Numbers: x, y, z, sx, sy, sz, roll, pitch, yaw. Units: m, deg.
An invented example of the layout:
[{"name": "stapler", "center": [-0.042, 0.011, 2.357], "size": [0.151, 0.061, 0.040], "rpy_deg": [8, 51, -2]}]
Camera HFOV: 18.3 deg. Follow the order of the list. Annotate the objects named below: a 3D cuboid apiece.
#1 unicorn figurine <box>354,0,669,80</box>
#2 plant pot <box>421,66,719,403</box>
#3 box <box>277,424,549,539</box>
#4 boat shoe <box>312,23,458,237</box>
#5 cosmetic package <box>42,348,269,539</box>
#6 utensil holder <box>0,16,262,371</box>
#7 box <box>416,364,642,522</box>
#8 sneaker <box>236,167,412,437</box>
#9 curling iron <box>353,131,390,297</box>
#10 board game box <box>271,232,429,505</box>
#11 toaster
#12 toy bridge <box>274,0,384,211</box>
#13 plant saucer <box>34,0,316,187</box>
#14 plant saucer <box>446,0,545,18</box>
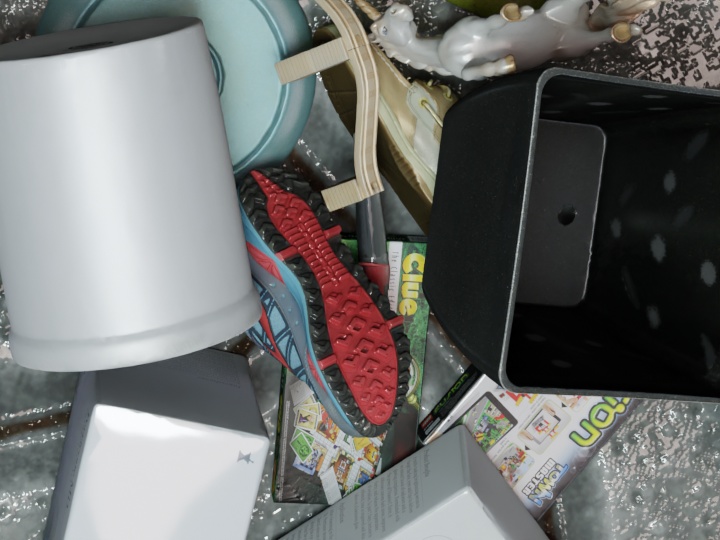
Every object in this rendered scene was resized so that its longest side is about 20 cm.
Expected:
[{"name": "unicorn figurine", "center": [0.094, -0.158, 1.485], "size": [0.199, 0.137, 0.074], "rpy_deg": [4, 89, -19]}, {"name": "plant pot", "center": [0.145, -0.031, 1.476], "size": [0.199, 0.177, 0.201], "rpy_deg": [4, 97, -28]}, {"name": "box", "center": [0.035, 0.237, 1.601], "size": [0.200, 0.106, 0.153], "rpy_deg": [-33, 108, 12]}, {"name": "boat shoe", "center": [0.041, -0.097, 1.565], "size": [0.066, 0.074, 0.200], "rpy_deg": [-38, 103, -17]}, {"name": "cosmetic package", "center": [-0.148, 0.167, 1.527], "size": [0.122, 0.200, 0.200], "rpy_deg": [12, 101, -11]}, {"name": "utensil holder", "center": [-0.162, -0.054, 1.464], "size": [0.169, 0.170, 0.201], "rpy_deg": [-10, 102, -6]}, {"name": "box", "center": [0.146, 0.079, 1.636], "size": [0.110, 0.035, 0.200], "rpy_deg": [40, 95, -15]}, {"name": "sneaker", "center": [-0.035, 0.031, 1.547], "size": [0.079, 0.096, 0.201], "rpy_deg": [-16, 72, -34]}, {"name": "curling iron", "center": [0.000, 0.000, 1.566], "size": [0.049, 0.026, 0.201], "rpy_deg": [1, 111, -6]}, {"name": "board game box", "center": [-0.005, 0.072, 1.618], "size": [0.104, 0.023, 0.201], "rpy_deg": [4, 104, -7]}, {"name": "toaster", "center": [0.278, -0.018, 1.565], "size": [0.199, 0.114, 0.130], "rpy_deg": [-9, 73, 7]}, {"name": "toy bridge", "center": [-0.025, -0.144, 1.509], "size": [0.067, 0.027, 0.201], "rpy_deg": [-17, 94, 38]}, {"name": "plant saucer", "center": [-0.127, -0.135, 1.547], "size": [0.199, 0.027, 0.201], "rpy_deg": [-2, 104, -9]}, {"name": "plant saucer", "center": [0.073, -0.287, 1.530], "size": [0.199, 0.048, 0.201], "rpy_deg": [22, 99, -13]}]
